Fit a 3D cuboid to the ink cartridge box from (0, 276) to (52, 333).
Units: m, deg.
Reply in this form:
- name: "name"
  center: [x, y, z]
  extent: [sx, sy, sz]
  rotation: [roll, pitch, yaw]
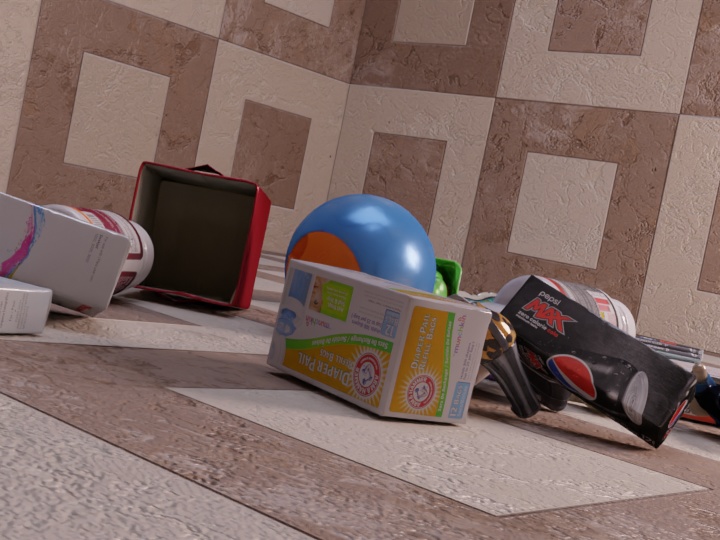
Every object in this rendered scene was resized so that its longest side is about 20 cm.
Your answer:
- name: "ink cartridge box"
  center: [-0.404, 0.017, 0.999]
  extent: [0.160, 0.047, 0.200]
  rotation: [13, 1, 26]

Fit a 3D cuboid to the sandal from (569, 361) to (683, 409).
- name: "sandal"
  center: [0.273, 0.140, 1.311]
  extent: [0.211, 0.078, 0.070]
  rotation: [6, 25, 24]

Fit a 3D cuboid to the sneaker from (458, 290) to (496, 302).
- name: "sneaker"
  center: [0.251, 0.093, 2.314]
  extent: [0.200, 0.078, 0.080]
  rotation: [3, 27, -43]

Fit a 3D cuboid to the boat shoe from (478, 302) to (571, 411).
- name: "boat shoe"
  center: [0.188, 0.099, 1.313]
  extent: [0.072, 0.068, 0.200]
  rotation: [1, 22, -27]

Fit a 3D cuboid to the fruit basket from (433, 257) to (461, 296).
- name: "fruit basket"
  center: [0.065, 0.019, 1.860]
  extent: [0.215, 0.156, 0.216]
  rotation: [11, -13, 2]

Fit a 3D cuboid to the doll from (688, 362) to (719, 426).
- name: "doll"
  center: [0.426, 0.159, 1.281]
  extent: [0.136, 0.048, 0.200]
  rotation: [44, -1, -6]

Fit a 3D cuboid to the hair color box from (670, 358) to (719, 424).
- name: "hair color box"
  center: [0.461, 0.163, 1.497]
  extent: [0.111, 0.064, 0.200]
  rotation: [11, 1, 11]

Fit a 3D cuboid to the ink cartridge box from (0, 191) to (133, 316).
- name: "ink cartridge box"
  center: [-0.351, -0.023, 1.169]
  extent: [0.200, 0.085, 0.145]
  rotation: [19, -10, -16]

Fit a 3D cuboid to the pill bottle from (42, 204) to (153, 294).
- name: "pill bottle"
  center: [-0.347, -0.023, 1.427]
  extent: [0.114, 0.114, 0.200]
  rotation: [12, 2, 13]

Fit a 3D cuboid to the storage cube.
- name: "storage cube"
  center: [-0.233, -0.047, 1.623]
  extent: [0.171, 0.200, 0.180]
  rotation: [11, -4, 2]

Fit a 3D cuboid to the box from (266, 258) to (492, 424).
- name: "box"
  center: [0.013, 0.065, 1.061]
  extent: [0.101, 0.113, 0.200]
  rotation: [11, 2, -37]

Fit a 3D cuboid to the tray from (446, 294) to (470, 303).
- name: "tray"
  center: [0.102, 0.082, 1.303]
  extent: [0.107, 0.022, 0.200]
  rotation: [40, -23, -11]

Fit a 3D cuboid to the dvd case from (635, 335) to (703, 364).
- name: "dvd case"
  center: [0.391, 0.132, 1.666]
  extent: [0.200, 0.022, 0.146]
  rotation: [13, -25, 6]

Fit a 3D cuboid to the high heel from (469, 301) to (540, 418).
- name: "high heel"
  center: [0.098, 0.066, 1.170]
  extent: [0.200, 0.071, 0.143]
  rotation: [22, -33, 53]

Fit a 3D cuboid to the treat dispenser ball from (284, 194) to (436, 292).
- name: "treat dispenser ball"
  center: [0.000, 0.000, 1.478]
  extent: [0.200, 0.201, 0.201]
  rotation: [11, 2, 0]

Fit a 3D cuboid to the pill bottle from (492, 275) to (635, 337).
- name: "pill bottle"
  center: [0.268, 0.072, 1.459]
  extent: [0.116, 0.116, 0.200]
  rotation: [13, 3, 44]

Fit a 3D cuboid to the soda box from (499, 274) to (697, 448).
- name: "soda box"
  center: [0.235, 0.090, 1.134]
  extent: [0.200, 0.071, 0.063]
  rotation: [33, -18, 26]

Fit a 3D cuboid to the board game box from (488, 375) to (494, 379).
- name: "board game box"
  center: [0.192, 0.129, 1.476]
  extent: [0.200, 0.032, 0.120]
  rotation: [13, 7, 27]
